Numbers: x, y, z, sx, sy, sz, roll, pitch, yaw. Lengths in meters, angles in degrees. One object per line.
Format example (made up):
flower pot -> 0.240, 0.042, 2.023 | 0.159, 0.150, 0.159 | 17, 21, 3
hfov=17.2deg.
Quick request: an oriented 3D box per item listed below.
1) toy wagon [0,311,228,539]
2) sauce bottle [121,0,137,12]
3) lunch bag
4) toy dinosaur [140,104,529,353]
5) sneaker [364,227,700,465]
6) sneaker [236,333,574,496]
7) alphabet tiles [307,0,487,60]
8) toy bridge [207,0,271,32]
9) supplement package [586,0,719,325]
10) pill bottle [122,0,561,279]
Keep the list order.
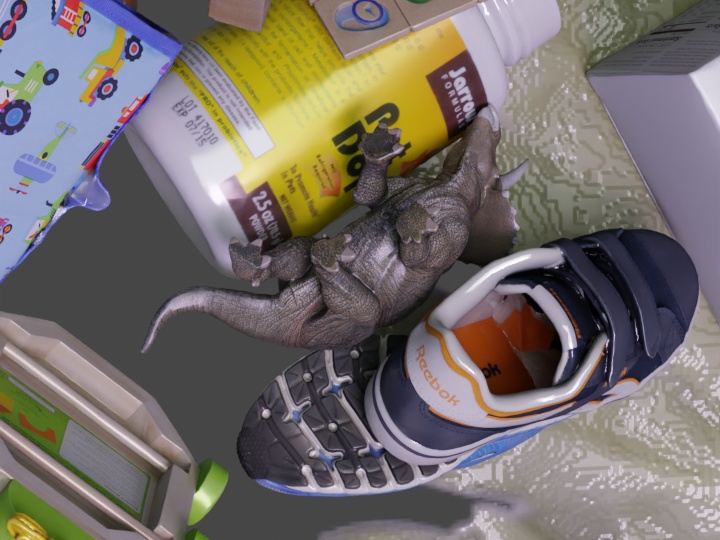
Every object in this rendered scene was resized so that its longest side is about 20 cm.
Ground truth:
toy wagon -> -0.135, 0.087, 1.061 | 0.155, 0.200, 0.040 | 38, 109, -12
sauce bottle -> -0.204, -0.119, 1.097 | 0.199, 0.066, 0.066 | 2, 94, -14
lunch bag -> -0.173, -0.072, 1.004 | 0.200, 0.094, 0.151 | 32, 98, -44
toy dinosaur -> 0.000, 0.000, 1.066 | 0.200, 0.102, 0.077 | -39, 58, -5
sneaker -> 0.097, 0.025, 1.095 | 0.200, 0.079, 0.079 | -28, 77, -35
sneaker -> 0.029, 0.072, 1.139 | 0.199, 0.089, 0.079 | -12, 68, -29
alphabet tiles -> 0.024, -0.202, 1.111 | 0.167, 0.008, 0.200 | -24, 61, -10
toy bridge -> -0.021, -0.206, 1.071 | 0.027, 0.067, 0.201 | 20, 63, 3
supplement package -> 0.221, -0.036, 1.151 | 0.111, 0.156, 0.201 | -31, 100, -8
pill bottle -> -0.008, -0.091, 1.120 | 0.200, 0.109, 0.110 | -34, 100, -8
